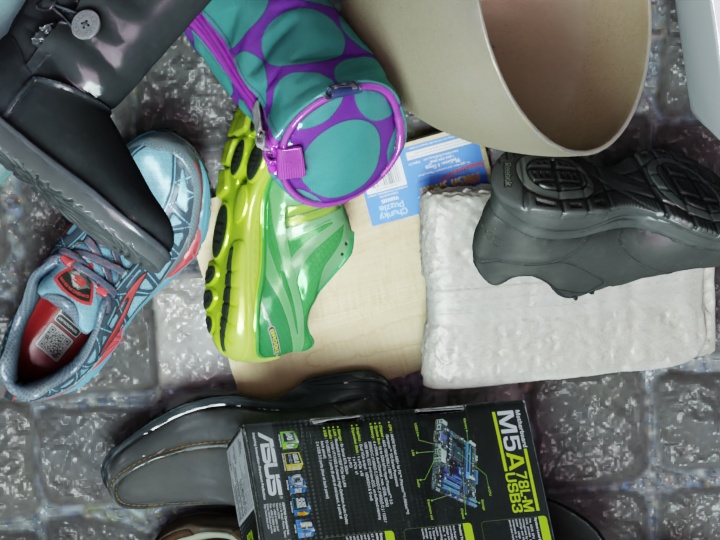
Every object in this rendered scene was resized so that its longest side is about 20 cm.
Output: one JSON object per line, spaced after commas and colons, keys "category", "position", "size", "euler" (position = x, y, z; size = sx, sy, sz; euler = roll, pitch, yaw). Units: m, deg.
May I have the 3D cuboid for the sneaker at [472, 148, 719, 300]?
{"category": "sneaker", "position": [0.156, -0.024, 1.390], "size": [0.199, 0.076, 0.091], "euler": [7, 132, -23]}

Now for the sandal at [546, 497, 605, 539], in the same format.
{"category": "sandal", "position": [0.065, 0.173, 1.470], "size": [0.199, 0.045, 0.076], "euler": [18, 100, 5]}

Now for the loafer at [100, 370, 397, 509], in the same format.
{"category": "loafer", "position": [-0.069, 0.123, 1.441], "size": [0.198, 0.073, 0.073], "euler": [-16, 137, 1]}

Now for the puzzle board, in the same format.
{"category": "puzzle board", "position": [0.000, 0.000, 1.453], "size": [0.199, 0.017, 0.152], "euler": [-16, 106, 1]}

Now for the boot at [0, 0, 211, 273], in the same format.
{"category": "boot", "position": [-0.118, -0.123, 1.265], "size": [0.164, 0.066, 0.200], "euler": [37, 79, 7]}

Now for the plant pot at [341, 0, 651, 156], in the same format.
{"category": "plant pot", "position": [0.067, -0.162, 1.333], "size": [0.134, 0.200, 0.202], "euler": [-5, 111, 35]}

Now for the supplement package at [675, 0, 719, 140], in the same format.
{"category": "supplement package", "position": [0.254, -0.189, 1.356], "size": [0.120, 0.120, 0.202], "euler": [-11, 107, -2]}

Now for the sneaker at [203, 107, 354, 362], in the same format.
{"category": "sneaker", "position": [-0.044, -0.041, 1.403], "size": [0.083, 0.074, 0.202], "euler": [6, 103, -30]}

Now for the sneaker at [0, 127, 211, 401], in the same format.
{"category": "sneaker", "position": [-0.160, 0.005, 1.395], "size": [0.079, 0.096, 0.201], "euler": [32, 103, 1]}

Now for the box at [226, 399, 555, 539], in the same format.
{"category": "box", "position": [0.028, 0.185, 1.371], "size": [0.192, 0.048, 0.201], "euler": [-3, 68, -21]}

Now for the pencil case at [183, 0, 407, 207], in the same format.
{"category": "pencil case", "position": [-0.054, -0.130, 1.316], "size": [0.092, 0.200, 0.086], "euler": [-11, 135, -29]}

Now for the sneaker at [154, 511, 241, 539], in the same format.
{"category": "sneaker", "position": [-0.046, 0.188, 1.451], "size": [0.198, 0.076, 0.071], "euler": [-10, 100, 16]}

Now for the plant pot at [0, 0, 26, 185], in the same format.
{"category": "plant pot", "position": [-0.261, -0.107, 1.345], "size": [0.200, 0.141, 0.142], "euler": [-39, 106, -1]}

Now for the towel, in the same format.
{"category": "towel", "position": [0.134, 0.003, 1.442], "size": [0.198, 0.034, 0.134], "euler": [-4, 104, -10]}
